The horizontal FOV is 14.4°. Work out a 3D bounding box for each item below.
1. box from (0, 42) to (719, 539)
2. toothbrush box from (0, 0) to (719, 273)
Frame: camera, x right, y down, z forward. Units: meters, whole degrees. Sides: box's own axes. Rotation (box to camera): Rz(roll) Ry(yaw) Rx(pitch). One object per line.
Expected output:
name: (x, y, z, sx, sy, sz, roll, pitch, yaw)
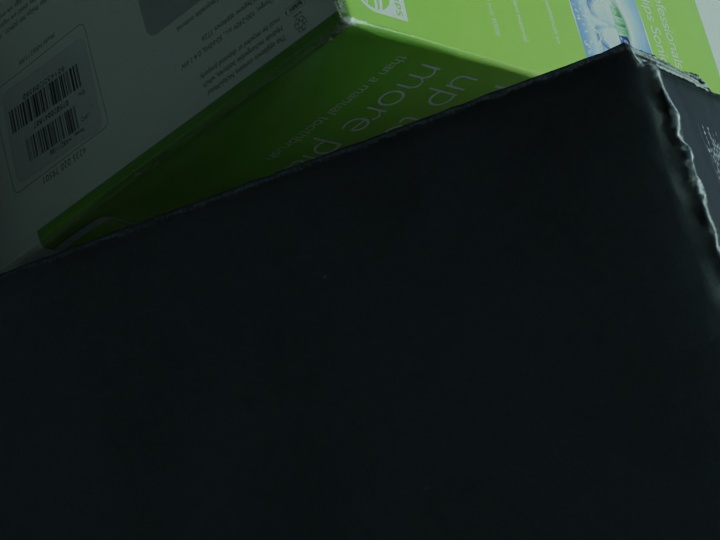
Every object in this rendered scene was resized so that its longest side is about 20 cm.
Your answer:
box: (0.001, 0.040, 0.647, 0.197, 0.200, 0.124, -1, 72, -78)
toothbrush box: (0.005, -0.049, 0.790, 0.200, 0.146, 0.086, 10, 56, -47)
